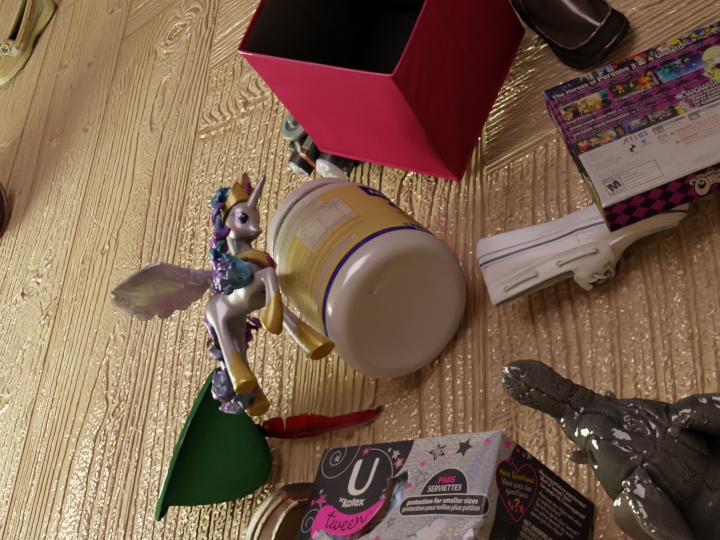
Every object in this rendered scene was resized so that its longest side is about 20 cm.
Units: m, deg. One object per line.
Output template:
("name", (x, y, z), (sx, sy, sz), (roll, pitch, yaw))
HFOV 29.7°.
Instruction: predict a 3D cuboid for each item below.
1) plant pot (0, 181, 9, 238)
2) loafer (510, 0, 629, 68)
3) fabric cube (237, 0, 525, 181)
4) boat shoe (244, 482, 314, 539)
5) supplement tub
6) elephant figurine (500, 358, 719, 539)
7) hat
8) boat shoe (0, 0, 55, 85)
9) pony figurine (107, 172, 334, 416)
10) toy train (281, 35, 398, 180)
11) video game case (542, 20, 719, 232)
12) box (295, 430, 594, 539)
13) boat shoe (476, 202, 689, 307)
("plant pot", (-0.704, -0.075, 2.199), (0.197, 0.199, 0.202), (-34, 37, 36))
("loafer", (0.201, -0.269, 1.398), (0.073, 0.071, 0.200), (-49, 34, 4))
("fabric cube", (0.028, -0.241, 1.413), (0.194, 0.199, 0.202), (13, 71, 32))
("boat shoe", (-0.061, 0.276, 1.172), (0.074, 0.075, 0.202), (53, 138, 48))
("supplement tub", (0.000, 0.000, 1.328), (0.146, 0.145, 0.200), (-50, 34, 2))
("elephant figurine", (0.209, 0.137, 0.909), (0.154, 0.199, 0.143), (-28, 40, 31))
("hat", (-0.098, 0.203, 1.375), (0.200, 0.174, 0.168), (111, 180, -70))
("boat shoe", (-0.648, -0.441, 2.560), (0.073, 0.063, 0.203), (8, 66, 52))
("pony figurine", (-0.124, 0.032, 1.299), (0.193, 0.165, 0.202), (-43, 55, 32))
("toy train", (-0.010, -0.194, 1.577), (0.113, 0.085, 0.202), (19, 74, 44))
("video game case", (0.273, -0.131, 1.159), (0.197, 0.036, 0.182), (-22, 40, 4))
("box", (0.062, 0.209, 1.076), (0.198, 0.132, 0.116), (-14, 47, 44))
("boat shoe", (0.198, -0.016, 1.191), (0.198, 0.073, 0.068), (-17, 79, 31))
